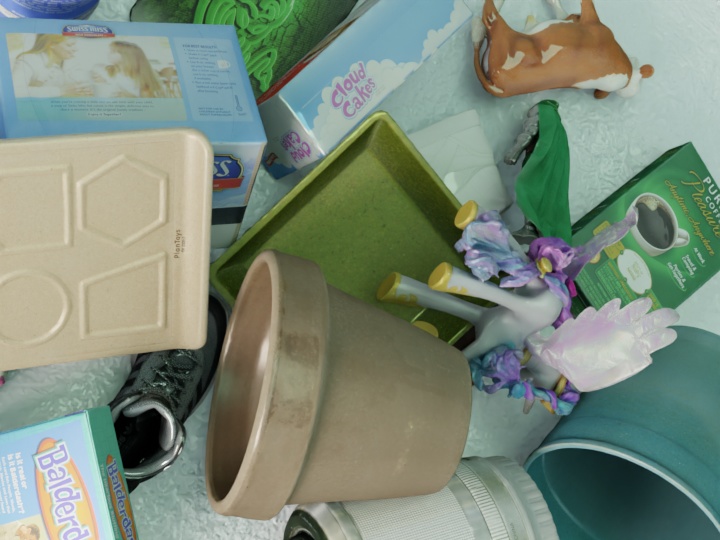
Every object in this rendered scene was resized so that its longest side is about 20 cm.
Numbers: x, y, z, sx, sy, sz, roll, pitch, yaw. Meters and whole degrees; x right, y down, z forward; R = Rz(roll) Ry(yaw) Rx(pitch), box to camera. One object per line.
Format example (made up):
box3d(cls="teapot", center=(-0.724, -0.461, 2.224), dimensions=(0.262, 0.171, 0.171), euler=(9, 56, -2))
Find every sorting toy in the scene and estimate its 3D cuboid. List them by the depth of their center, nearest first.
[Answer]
box3d(cls="sorting toy", center=(-0.209, -0.016, 0.963), dimensions=(0.197, 0.037, 0.187), euler=(-4, 121, -16))

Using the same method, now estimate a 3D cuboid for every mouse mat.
box3d(cls="mouse mat", center=(-0.094, -0.248, 1.189), dimensions=(0.160, 0.008, 0.201), euler=(36, 71, -13))

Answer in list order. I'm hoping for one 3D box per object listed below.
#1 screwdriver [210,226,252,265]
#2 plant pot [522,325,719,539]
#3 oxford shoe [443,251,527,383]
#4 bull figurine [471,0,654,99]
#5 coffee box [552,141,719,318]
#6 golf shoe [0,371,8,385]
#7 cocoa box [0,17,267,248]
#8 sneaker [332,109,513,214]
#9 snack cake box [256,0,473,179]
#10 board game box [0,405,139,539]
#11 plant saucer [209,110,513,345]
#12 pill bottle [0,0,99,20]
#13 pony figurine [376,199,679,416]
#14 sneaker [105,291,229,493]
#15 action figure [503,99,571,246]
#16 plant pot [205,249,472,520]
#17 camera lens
box3d(cls="screwdriver", center=(-0.129, 0.001, 1.122), dimensions=(0.199, 0.028, 0.029), euler=(-33, 122, -22))
box3d(cls="plant pot", center=(0.270, 0.157, 1.174), dimensions=(0.200, 0.200, 0.188), euler=(45, 56, -9))
box3d(cls="oxford shoe", center=(0.091, 0.056, 1.190), dimensions=(0.199, 0.071, 0.073), euler=(-37, 66, -20))
box3d(cls="bull figurine", center=(0.191, -0.218, 1.268), dimensions=(0.198, 0.065, 0.123), euler=(-10, 77, -30))
box3d(cls="coffee box", center=(0.276, -0.021, 1.279), dimensions=(0.199, 0.044, 0.124), euler=(-38, 97, -23))
box3d(cls="golf shoe", center=(-0.279, 0.031, 1.031), dimensions=(0.092, 0.075, 0.200), euler=(48, 66, -4))
box3d(cls="cocoa box", center=(-0.190, -0.105, 1.035), dimensions=(0.197, 0.132, 0.135), euler=(-2, 53, -22))
box3d(cls="sneaker", center=(0.050, -0.057, 1.178), dimensions=(0.198, 0.074, 0.117), euler=(-26, 88, -25))
box3d(cls="snack cake box", center=(-0.007, -0.175, 1.148), dimensions=(0.200, 0.115, 0.067), euler=(-45, 104, -23))
box3d(cls="board game box", center=(-0.263, 0.196, 0.967), dimensions=(0.197, 0.045, 0.154), euler=(-14, 86, 12))
box3d(cls="plant saucer", center=(0.000, 0.000, 1.120), dimensions=(0.200, 0.048, 0.200), euler=(-43, 111, -3))
box3d(cls="pill bottle", center=(-0.238, -0.263, 1.027), dimensions=(0.111, 0.200, 0.114), euler=(4, 80, -21))
box3d(cls="pony figurine", center=(0.141, 0.030, 1.079), dimensions=(0.199, 0.193, 0.168), euler=(31, 35, -23))
box3d(cls="sneaker", center=(-0.155, 0.098, 1.045), dimensions=(0.075, 0.114, 0.201), euler=(36, 70, -13))
box3d(cls="action figure", center=(0.164, -0.087, 1.210), dimensions=(0.119, 0.054, 0.202), euler=(59, 31, -38))
box3d(cls="plant pot", center=(-0.012, 0.098, 1.006), dimensions=(0.172, 0.200, 0.203), euler=(12, 77, -14))
box3d(cls="camera lens", center=(0.045, 0.245, 1.076), dimensions=(0.198, 0.160, 0.162), euler=(-11, 85, -23))
